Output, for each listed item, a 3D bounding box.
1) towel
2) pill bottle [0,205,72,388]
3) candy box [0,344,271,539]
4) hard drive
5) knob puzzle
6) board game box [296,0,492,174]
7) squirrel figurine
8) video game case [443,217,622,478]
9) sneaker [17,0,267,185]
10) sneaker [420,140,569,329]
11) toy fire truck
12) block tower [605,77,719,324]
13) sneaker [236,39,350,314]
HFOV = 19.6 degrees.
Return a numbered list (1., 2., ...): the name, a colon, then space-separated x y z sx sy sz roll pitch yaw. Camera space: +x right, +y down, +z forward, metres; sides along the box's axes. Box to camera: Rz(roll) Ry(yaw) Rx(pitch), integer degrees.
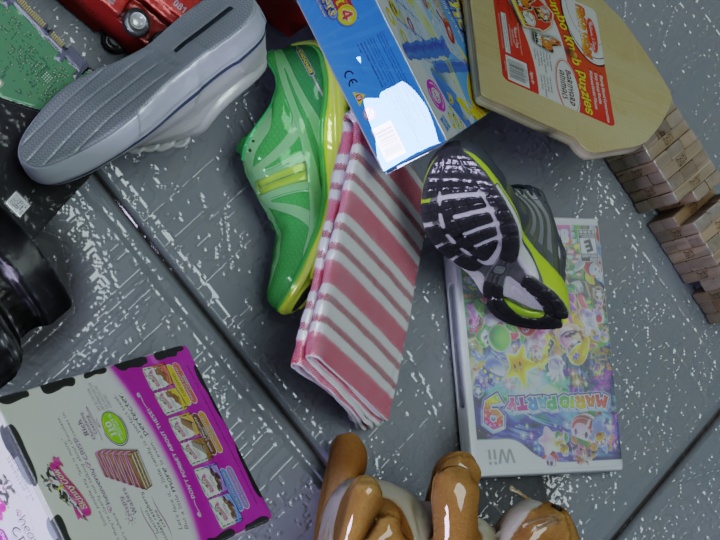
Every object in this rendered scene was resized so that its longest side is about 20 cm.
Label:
1. towel: 0.000 0.000 1.507 0.146 0.030 0.202 48 49 -59
2. pill bottle: -0.283 0.050 1.300 0.200 0.112 0.112 -39 100 -14
3. candy box: -0.161 0.136 1.352 0.199 0.061 0.137 -13 73 -57
4. hard drive: -0.261 -0.082 1.411 0.140 0.038 0.200 45 62 -14
5. knob puzzle: 0.157 -0.160 1.617 0.218 0.030 0.221 23 45 -25
6. board game box: 0.025 -0.189 1.530 0.201 0.056 0.196 63 24 -5
7. squirrel figurine: 0.059 0.228 1.459 0.185 0.142 0.202 13 90 -9
8. video game case: 0.134 0.058 1.621 0.142 0.018 0.202 1 79 -30
9. sneaker: -0.140 -0.109 1.425 0.199 0.073 0.071 -35 138 -15
10. sneaker: 0.101 -0.037 1.548 0.200 0.073 0.081 56 35 -48
11. toy fire truck: -0.134 -0.212 1.505 0.200 0.049 0.142 40 63 -16
12. block tower: 0.264 -0.056 1.700 0.054 0.058 0.201 -38 101 -30
13. sneaker: -0.049 -0.068 1.521 0.083 0.074 0.202 5 85 10
